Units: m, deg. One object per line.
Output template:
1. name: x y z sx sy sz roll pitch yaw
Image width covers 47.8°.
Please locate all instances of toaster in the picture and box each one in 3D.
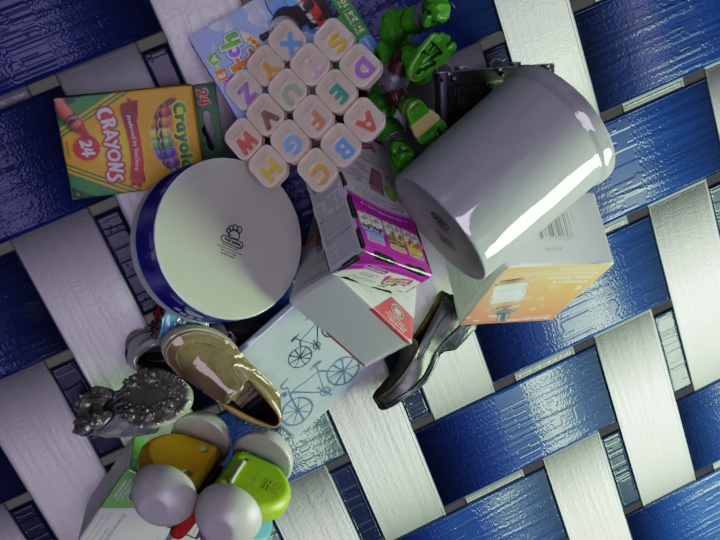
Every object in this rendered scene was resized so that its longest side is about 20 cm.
1. toaster: 0.164 -0.180 1.091 0.180 0.119 0.201 -10 107 -19

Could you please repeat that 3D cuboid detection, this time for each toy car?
1. toy car: -0.188 0.287 1.034 0.199 0.175 0.151 14 115 9

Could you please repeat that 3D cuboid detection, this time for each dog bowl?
1. dog bowl: -0.175 -0.036 1.003 0.199 0.079 0.201 3 85 -35

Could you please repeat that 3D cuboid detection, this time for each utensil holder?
1. utensil holder: 0.163 -0.112 0.948 0.200 0.170 0.170 -40 111 -9

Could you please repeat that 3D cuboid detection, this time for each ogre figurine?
1. ogre figurine: 0.050 -0.233 0.966 0.098 0.120 0.201 -20 128 -17

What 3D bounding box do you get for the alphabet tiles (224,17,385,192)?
1. alphabet tiles: -0.070 -0.196 0.957 0.200 0.015 0.196 -45 71 11

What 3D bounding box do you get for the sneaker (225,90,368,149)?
1. sneaker: -0.081 -0.198 1.070 0.199 0.073 0.082 -10 85 -2

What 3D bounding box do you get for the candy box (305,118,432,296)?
1. candy box: 0.002 -0.079 0.998 0.061 0.201 0.136 -32 149 30

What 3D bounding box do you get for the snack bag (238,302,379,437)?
1. snack bag: -0.085 0.130 1.147 0.188 0.021 0.200 -42 128 1

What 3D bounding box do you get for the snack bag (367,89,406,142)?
1. snack bag: 0.062 -0.177 1.134 0.199 0.021 0.190 -5 106 -13

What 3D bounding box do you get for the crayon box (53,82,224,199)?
1. crayon box: -0.275 -0.168 1.036 0.199 0.051 0.128 -10 107 -12

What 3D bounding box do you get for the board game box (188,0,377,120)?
1. board game box: -0.093 -0.277 1.028 0.199 0.037 0.152 -32 83 -3

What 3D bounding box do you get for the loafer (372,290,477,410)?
1. loafer: 0.082 0.117 1.199 0.072 0.073 0.200 45 82 -13

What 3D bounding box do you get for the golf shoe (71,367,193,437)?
1. golf shoe: -0.286 0.183 1.084 0.097 0.199 0.079 34 51 -51

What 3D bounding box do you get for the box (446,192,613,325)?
1. box: 0.224 -0.012 1.116 0.151 0.200 0.107 -3 66 -13

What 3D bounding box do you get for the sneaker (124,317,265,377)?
1. sneaker: -0.219 0.112 1.109 0.199 0.089 0.074 -9 106 -13

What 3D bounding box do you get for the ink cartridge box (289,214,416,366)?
1. ink cartridge box: 0.000 0.000 1.065 0.083 0.200 0.145 -32 118 31

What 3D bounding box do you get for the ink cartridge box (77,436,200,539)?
1. ink cartridge box: -0.271 0.346 1.151 0.199 0.084 0.146 30 106 -20

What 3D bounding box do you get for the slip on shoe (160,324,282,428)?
1. slip on shoe: -0.173 0.142 1.048 0.076 0.061 0.200 -40 126 2

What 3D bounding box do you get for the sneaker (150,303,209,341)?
1. sneaker: -0.203 0.010 1.075 0.095 0.079 0.201 24 78 -22
